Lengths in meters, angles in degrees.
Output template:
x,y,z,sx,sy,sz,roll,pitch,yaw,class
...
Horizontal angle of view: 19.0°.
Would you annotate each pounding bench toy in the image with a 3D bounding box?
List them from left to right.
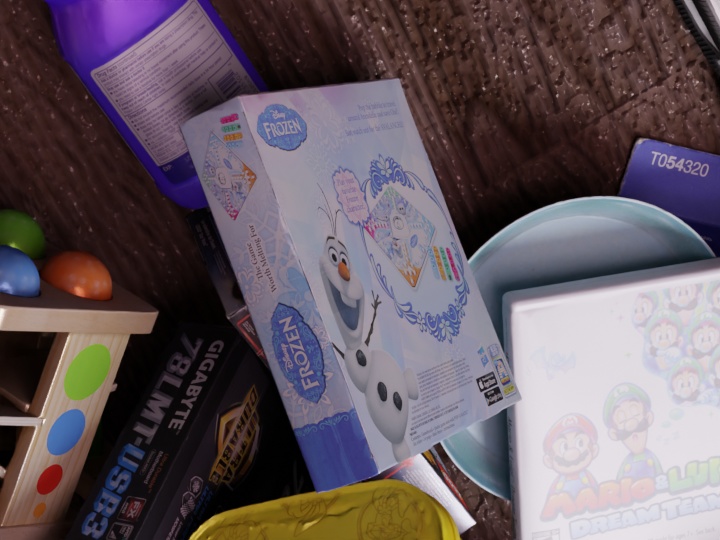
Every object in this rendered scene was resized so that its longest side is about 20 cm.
x,y,z,sx,sy,sz,roll,pitch,yaw,class
-0.184,0.051,1.167,0.200,0.124,0.156,4,110,-55,pounding bench toy

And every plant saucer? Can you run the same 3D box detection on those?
x,y,z,sx,sy,sz,roll,pitch,yaw,class
0.130,0.047,1.299,0.200,0.027,0.200,-6,111,-15,plant saucer

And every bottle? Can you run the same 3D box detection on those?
x,y,z,sx,sy,sz,roll,pitch,yaw,class
-0.120,-0.129,1.157,0.084,0.065,0.200,-38,118,-4,bottle

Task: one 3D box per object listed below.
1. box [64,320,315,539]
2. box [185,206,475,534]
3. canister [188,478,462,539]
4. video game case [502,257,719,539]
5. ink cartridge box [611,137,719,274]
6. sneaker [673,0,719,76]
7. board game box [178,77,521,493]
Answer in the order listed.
x,y,z,sx,sy,sz,roll,pitch,yaw,class
-0.087,0.165,1.199,0.200,0.050,0.199,-65,145,-31,box
-0.018,0.056,1.224,0.040,0.137,0.200,-36,119,4,box
0.006,0.191,1.171,0.148,0.087,0.200,-13,152,15,canister
0.185,0.086,1.301,0.200,0.024,0.182,-9,111,-13,video game case
0.232,0.032,1.363,0.196,0.043,0.200,10,107,-23,ink cartridge box
0.274,-0.130,1.294,0.115,0.076,0.201,-32,114,-4,sneaker
0.000,0.000,1.147,0.043,0.200,0.199,-21,88,26,board game box
